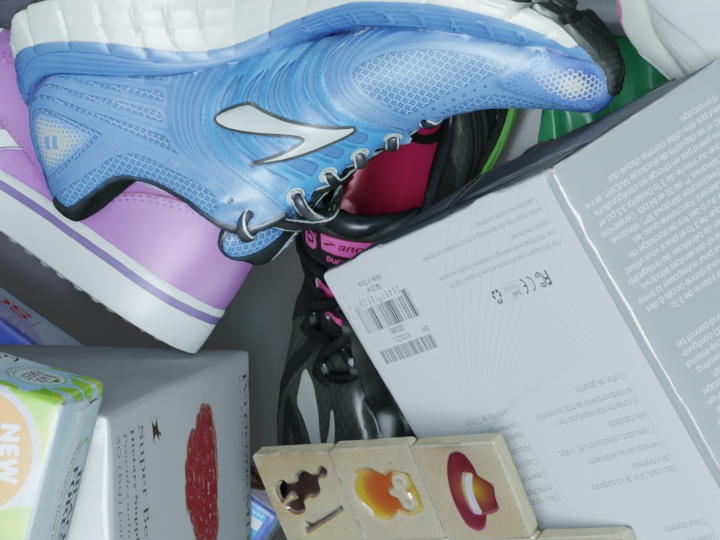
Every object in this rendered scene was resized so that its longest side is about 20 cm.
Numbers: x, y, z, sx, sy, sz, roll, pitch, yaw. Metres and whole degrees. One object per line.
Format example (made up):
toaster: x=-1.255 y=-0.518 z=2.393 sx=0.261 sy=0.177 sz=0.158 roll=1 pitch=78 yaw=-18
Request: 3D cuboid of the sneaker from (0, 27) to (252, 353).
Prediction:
sneaker: x=-0.104 y=-0.068 z=1.006 sx=0.200 sy=0.073 sz=0.115 roll=31 pitch=96 yaw=21

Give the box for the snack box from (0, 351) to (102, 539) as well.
snack box: x=-0.165 y=0.111 z=0.805 sx=0.141 sy=0.053 sz=0.201 roll=15 pitch=96 yaw=7

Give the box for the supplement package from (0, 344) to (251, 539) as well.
supplement package: x=-0.110 y=0.092 z=0.923 sx=0.119 sy=0.200 sz=0.122 roll=0 pitch=94 yaw=9

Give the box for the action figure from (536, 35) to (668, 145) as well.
action figure: x=0.100 y=-0.042 z=0.989 sx=0.117 sy=0.055 sz=0.201 roll=-11 pitch=85 yaw=8

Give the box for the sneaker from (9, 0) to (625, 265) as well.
sneaker: x=-0.012 y=-0.049 z=0.910 sx=0.199 sy=0.078 sz=0.090 roll=-3 pitch=94 yaw=20

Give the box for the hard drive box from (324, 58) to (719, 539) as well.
hard drive box: x=0.096 y=0.055 z=0.881 sx=0.077 sy=0.156 sz=0.201 roll=-31 pitch=94 yaw=-27

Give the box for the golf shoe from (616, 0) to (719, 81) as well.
golf shoe: x=0.135 y=-0.060 z=0.869 sx=0.091 sy=0.201 sz=0.075 roll=27 pitch=63 yaw=40

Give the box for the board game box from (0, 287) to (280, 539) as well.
board game box: x=-0.159 y=0.110 z=1.056 sx=0.199 sy=0.041 sz=0.200 roll=34 pitch=100 yaw=5

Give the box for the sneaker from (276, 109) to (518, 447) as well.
sneaker: x=0.000 y=0.000 z=0.991 sx=0.076 sy=0.084 sz=0.202 roll=10 pitch=93 yaw=29

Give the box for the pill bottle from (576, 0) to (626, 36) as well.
pill bottle: x=0.091 y=-0.185 z=0.940 sx=0.104 sy=0.104 sz=0.201 roll=13 pitch=79 yaw=8

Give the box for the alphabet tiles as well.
alphabet tiles: x=0.039 y=0.141 z=0.917 sx=0.166 sy=0.008 sz=0.201 roll=-6 pitch=114 yaw=41
